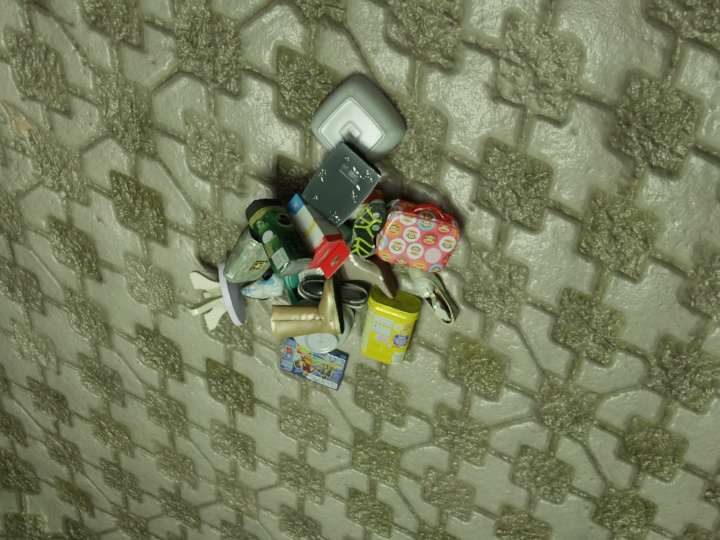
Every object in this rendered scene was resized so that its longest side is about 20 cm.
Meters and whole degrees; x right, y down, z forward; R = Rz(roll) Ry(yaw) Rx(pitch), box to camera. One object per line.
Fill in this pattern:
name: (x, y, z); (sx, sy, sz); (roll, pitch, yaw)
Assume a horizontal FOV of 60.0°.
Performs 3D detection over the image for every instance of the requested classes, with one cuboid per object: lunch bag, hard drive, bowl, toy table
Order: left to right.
toy table: (-0.421, 0.075, 1.837); (0.116, 0.184, 0.202); (-12, 97, 6)
lunch bag: (-0.279, -0.063, 1.681); (0.117, 0.200, 0.164); (38, 123, -6)
bowl: (-0.113, 0.174, 1.792); (0.198, 0.091, 0.202); (-3, 134, -3)
hard drive: (-0.045, -0.212, 1.527); (0.135, 0.042, 0.200); (40, 128, -5)
bowl: (-0.014, -0.344, 1.507); (0.200, 0.075, 0.199); (46, 122, -10)
lunch bag: (0.146, -0.094, 1.576); (0.198, 0.082, 0.177); (15, 125, -9)

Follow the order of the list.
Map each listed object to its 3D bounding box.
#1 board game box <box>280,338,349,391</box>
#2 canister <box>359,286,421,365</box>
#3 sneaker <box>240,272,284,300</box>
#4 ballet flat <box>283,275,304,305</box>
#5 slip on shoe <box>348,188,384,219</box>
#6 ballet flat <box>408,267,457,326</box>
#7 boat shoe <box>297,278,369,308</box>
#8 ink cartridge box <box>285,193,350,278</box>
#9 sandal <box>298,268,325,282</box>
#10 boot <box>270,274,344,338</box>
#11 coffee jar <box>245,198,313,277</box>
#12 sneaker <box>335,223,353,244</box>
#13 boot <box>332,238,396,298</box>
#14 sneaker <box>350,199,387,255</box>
board game box: (-0.145, 0.284, 1.940); (0.198, 0.035, 0.136); (21, 124, 6)
canister: (0.079, 0.160, 1.765); (0.147, 0.087, 0.202); (18, 125, 7)
sneaker: (-0.283, 0.047, 1.816); (0.071, 0.073, 0.199); (12, 166, -39)
ballet flat: (-0.197, 0.045, 1.801); (0.070, 0.067, 0.202); (-2, 118, 33)
slip on shoe: (-0.024, -0.172, 1.622); (0.198, 0.074, 0.062); (-6, 74, 30)
ballet flat: (0.199, 0.067, 1.685); (0.067, 0.062, 0.200); (-33, 105, 30)
boat shoe: (-0.073, 0.058, 1.730); (0.198, 0.075, 0.060); (16, 155, -9)
ink cartridge box: (-0.124, -0.086, 1.600); (0.116, 0.067, 0.201); (-46, 69, 33)
sandal: (-0.146, -0.014, 1.758); (0.082, 0.050, 0.204); (-19, 129, 5)
boot: (-0.150, 0.101, 1.689); (0.197, 0.066, 0.177); (-2, 102, 14)
coffee jar: (-0.206, -0.086, 1.555); (0.085, 0.104, 0.201); (-40, 70, 31)
sneaker: (-0.102, -0.113, 1.676); (0.199, 0.082, 0.075); (30, 112, 28)
boot: (0.000, 0.000, 1.705); (0.145, 0.070, 0.202); (-16, 104, 23)
sneaker: (0.013, -0.119, 1.566); (0.075, 0.077, 0.201); (9, 146, -15)
